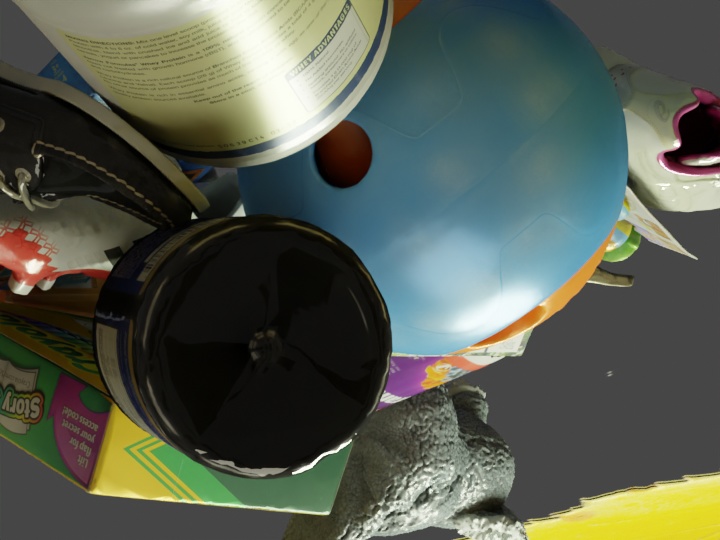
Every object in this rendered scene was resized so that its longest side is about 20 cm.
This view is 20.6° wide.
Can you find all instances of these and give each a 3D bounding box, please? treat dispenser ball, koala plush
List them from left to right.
[{"bbox_3d":[0.049,0.153,1.563,0.200,0.178,0.184,17,134,-42],"label":"koala plush"},{"bbox_3d":[0.037,-0.057,1.015,0.200,0.201,0.201,-10,157,-4],"label":"treat dispenser ball"}]

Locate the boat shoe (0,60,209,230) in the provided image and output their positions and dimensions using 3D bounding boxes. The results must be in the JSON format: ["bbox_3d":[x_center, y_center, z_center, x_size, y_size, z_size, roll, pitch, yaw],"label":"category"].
[{"bbox_3d":[-0.158,-0.060,0.899,0.060,0.200,0.074,-54,157,-14],"label":"boat shoe"}]

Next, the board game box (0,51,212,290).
[{"bbox_3d":[-0.154,-0.052,1.077,0.200,0.037,0.151,-39,160,34],"label":"board game box"}]

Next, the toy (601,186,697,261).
[{"bbox_3d":[0.123,-0.042,1.209,0.115,0.047,0.200,27,180,30],"label":"toy"}]

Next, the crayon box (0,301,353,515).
[{"bbox_3d":[-0.133,0.073,1.119,0.172,0.058,0.200,14,-174,-44],"label":"crayon box"}]

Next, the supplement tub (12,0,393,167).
[{"bbox_3d":[-0.076,-0.143,0.833,0.145,0.145,0.200,-15,157,10],"label":"supplement tub"}]

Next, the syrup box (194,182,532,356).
[{"bbox_3d":[0.000,0.000,1.141,0.199,0.082,0.079,1,154,-5],"label":"syrup box"}]

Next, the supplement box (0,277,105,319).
[{"bbox_3d":[-0.136,0.001,1.246,0.200,0.069,0.067,1,155,-24],"label":"supplement box"}]

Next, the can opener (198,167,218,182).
[{"bbox_3d":[-0.055,-0.043,1.194,0.200,0.053,0.067,-14,151,0],"label":"can opener"}]

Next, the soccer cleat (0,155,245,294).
[{"bbox_3d":[-0.135,-0.031,1.007,0.200,0.069,0.085,14,108,-47],"label":"soccer cleat"}]

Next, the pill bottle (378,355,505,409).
[{"bbox_3d":[-0.003,0.041,1.339,0.200,0.112,0.111,-24,154,29],"label":"pill bottle"}]

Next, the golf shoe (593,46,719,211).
[{"bbox_3d":[0.198,-0.071,1.184,0.091,0.075,0.200,20,-178,39],"label":"golf shoe"}]

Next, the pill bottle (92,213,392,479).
[{"bbox_3d":[-0.063,0.030,0.911,0.112,0.112,0.200,-5,-178,-15],"label":"pill bottle"}]

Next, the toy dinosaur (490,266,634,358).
[{"bbox_3d":[0.074,-0.001,1.232,0.200,0.088,0.047,21,147,-5],"label":"toy dinosaur"}]
